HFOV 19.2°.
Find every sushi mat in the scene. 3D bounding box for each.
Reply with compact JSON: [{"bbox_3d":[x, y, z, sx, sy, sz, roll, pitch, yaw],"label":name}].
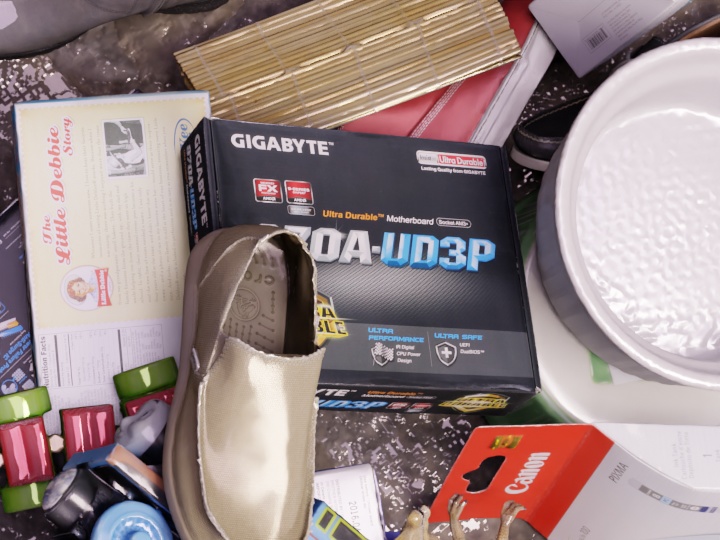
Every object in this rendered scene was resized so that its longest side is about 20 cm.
[{"bbox_3d":[-0.008,-0.133,1.308,0.199,0.012,0.096,-21,57,-6],"label":"sushi mat"}]

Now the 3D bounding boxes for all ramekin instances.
[{"bbox_3d":[0.166,0.031,1.323,0.198,0.098,0.202,1,82,-10],"label":"ramekin"},{"bbox_3d":[0.197,-0.026,1.237,0.199,0.098,0.202,1,82,-10],"label":"ramekin"}]

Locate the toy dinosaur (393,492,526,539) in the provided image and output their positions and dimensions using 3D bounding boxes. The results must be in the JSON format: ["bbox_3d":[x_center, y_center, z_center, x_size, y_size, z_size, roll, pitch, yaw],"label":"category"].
[{"bbox_3d":[0.074,0.205,1.263,0.101,0.058,0.201,-43,115,-32],"label":"toy dinosaur"}]

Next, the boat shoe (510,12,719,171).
[{"bbox_3d":[0.177,-0.115,1.345,0.199,0.072,0.068,-22,121,-24],"label":"boat shoe"}]

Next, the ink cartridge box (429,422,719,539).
[{"bbox_3d":[0.150,0.142,1.272,0.198,0.160,0.048,1,63,-11],"label":"ink cartridge box"}]

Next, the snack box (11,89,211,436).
[{"bbox_3d":[-0.138,-0.001,1.239,0.115,0.037,0.202,-4,85,-12],"label":"snack box"}]

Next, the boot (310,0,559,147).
[{"bbox_3d":[0.038,-0.134,1.341,0.144,0.072,0.201,30,81,-3],"label":"boot"}]

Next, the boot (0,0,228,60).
[{"bbox_3d":[-0.157,-0.187,1.278,0.199,0.132,0.070,-18,86,-12],"label":"boot"}]

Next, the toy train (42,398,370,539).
[{"bbox_3d":[-0.075,0.154,1.139,0.200,0.087,0.115,41,63,-15],"label":"toy train"}]

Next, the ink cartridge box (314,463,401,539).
[{"bbox_3d":[-0.052,0.190,1.237,0.198,0.076,0.138,-8,84,-10],"label":"ink cartridge box"}]

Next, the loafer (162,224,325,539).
[{"bbox_3d":[-0.057,0.063,1.094,0.075,0.068,0.201,8,66,-28],"label":"loafer"}]

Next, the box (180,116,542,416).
[{"bbox_3d":[0.000,0.000,1.223,0.199,0.046,0.160,4,66,-26],"label":"box"}]

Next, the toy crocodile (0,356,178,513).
[{"bbox_3d":[-0.145,0.092,1.179,0.199,0.062,0.068,-12,90,-12],"label":"toy crocodile"}]

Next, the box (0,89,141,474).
[{"bbox_3d":[-0.153,0.015,1.286,0.159,0.046,0.200,45,77,-3],"label":"box"}]

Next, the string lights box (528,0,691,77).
[{"bbox_3d":[0.206,-0.204,1.327,0.200,0.103,0.059,-36,89,-37],"label":"string lights box"}]
